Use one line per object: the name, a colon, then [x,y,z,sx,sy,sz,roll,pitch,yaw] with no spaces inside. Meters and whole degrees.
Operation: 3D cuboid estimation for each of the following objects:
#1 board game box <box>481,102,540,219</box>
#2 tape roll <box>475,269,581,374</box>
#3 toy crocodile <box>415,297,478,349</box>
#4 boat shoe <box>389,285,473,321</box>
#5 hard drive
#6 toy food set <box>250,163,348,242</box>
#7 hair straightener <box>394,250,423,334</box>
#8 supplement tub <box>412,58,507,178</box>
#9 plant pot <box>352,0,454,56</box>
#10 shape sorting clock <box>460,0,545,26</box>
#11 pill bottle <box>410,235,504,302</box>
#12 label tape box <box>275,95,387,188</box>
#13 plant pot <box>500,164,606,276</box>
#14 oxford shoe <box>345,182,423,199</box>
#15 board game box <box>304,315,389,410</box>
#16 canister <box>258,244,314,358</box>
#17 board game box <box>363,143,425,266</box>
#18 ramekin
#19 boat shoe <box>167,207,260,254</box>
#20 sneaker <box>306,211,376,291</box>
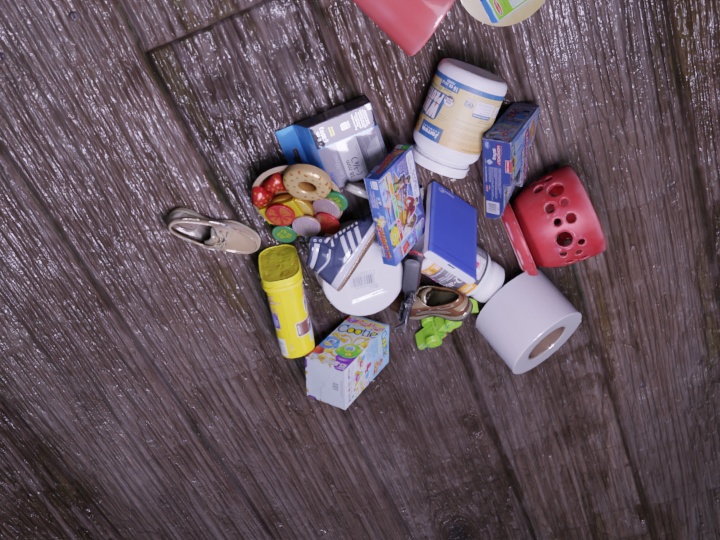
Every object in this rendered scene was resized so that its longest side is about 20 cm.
board game box: [0.310,-0.241,1.544,0.061,0.201,0.201,14,140,24]
tape roll: [0.378,0.115,1.709,0.201,0.139,0.204,-30,152,-18]
toy crocodile: [0.193,0.122,1.739,0.061,0.068,0.200,10,139,-32]
boat shoe: [0.150,0.062,1.676,0.198,0.076,0.074,0,148,31]
hard drive: [0.191,-0.081,1.586,0.131,0.202,0.025,30,135,-24]
toy food set: [-0.125,-0.136,1.536,0.198,0.049,0.198,-14,137,23]
hair straightener: [0.095,0.059,1.613,0.040,0.077,0.202,17,123,8]
supplement tub: [0.190,-0.300,1.497,0.143,0.145,0.202,13,114,-17]
plant pot: [0.072,-0.517,1.344,0.176,0.201,0.201,30,109,-14]
shape sorting clock: [0.275,-0.567,1.433,0.197,0.039,0.202,-5,120,-9]
pill bottle: [0.216,-0.014,1.671,0.199,0.117,0.117,30,109,-24]
label tape box: [-0.053,-0.244,1.525,0.198,0.063,0.145,-22,120,0]
plant pot: [0.403,-0.101,1.621,0.181,0.201,0.202,-22,120,12]
oxford shoe: [0.053,-0.169,1.564,0.198,0.075,0.058,4,109,-37]
board game box: [-0.027,0.198,1.677,0.102,0.200,0.106,15,122,26]
canister: [-0.156,0.068,1.624,0.085,0.149,0.202,-12,121,-4]
board game box: [0.074,-0.129,1.499,0.034,0.135,0.202,12,132,32]
ramekin: [0.000,0.000,1.646,0.198,0.098,0.203,-5,118,-9]
boat shoe: [-0.302,-0.072,1.567,0.198,0.065,0.073,19,113,-20]
sneaker: [-0.032,-0.070,1.532,0.108,0.070,0.201,33,92,6]
